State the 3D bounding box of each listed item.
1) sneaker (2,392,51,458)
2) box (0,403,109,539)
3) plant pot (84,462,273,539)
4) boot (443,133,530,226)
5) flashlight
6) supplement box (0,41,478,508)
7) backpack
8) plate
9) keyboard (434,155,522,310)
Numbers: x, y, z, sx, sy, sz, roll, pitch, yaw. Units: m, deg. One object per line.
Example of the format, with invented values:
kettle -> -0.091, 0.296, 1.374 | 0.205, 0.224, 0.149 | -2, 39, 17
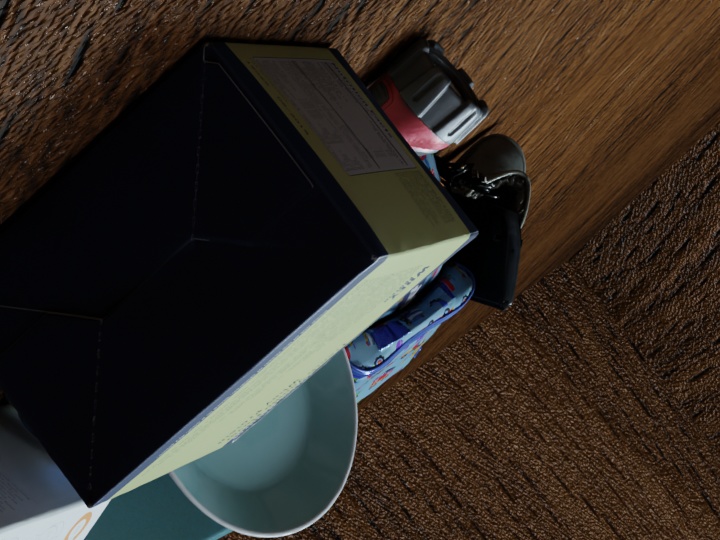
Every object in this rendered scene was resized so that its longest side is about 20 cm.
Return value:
sneaker -> -0.177, 0.073, 1.258 | 0.074, 0.083, 0.200 | -35, 171, -11
box -> -0.257, 0.167, 1.265 | 0.125, 0.097, 0.200 | -54, 168, 11
plant pot -> -0.174, 0.142, 1.428 | 0.199, 0.142, 0.141 | -31, -174, 2
boot -> 0.102, -0.059, 1.719 | 0.183, 0.072, 0.200 | -61, 179, -15
flashlight -> -0.011, -0.061, 1.306 | 0.200, 0.068, 0.068 | -42, 175, 18
supplement box -> -0.072, -0.004, 1.066 | 0.200, 0.135, 0.200 | -40, 173, 17
backpack -> 0.000, 0.000, 1.491 | 0.182, 0.135, 0.200 | -33, 169, -43
plate -> -0.080, 0.078, 1.349 | 0.025, 0.202, 0.200 | -21, -174, 41
keyboard -> 0.079, -0.036, 1.573 | 0.039, 0.105, 0.200 | -2, -169, -27
